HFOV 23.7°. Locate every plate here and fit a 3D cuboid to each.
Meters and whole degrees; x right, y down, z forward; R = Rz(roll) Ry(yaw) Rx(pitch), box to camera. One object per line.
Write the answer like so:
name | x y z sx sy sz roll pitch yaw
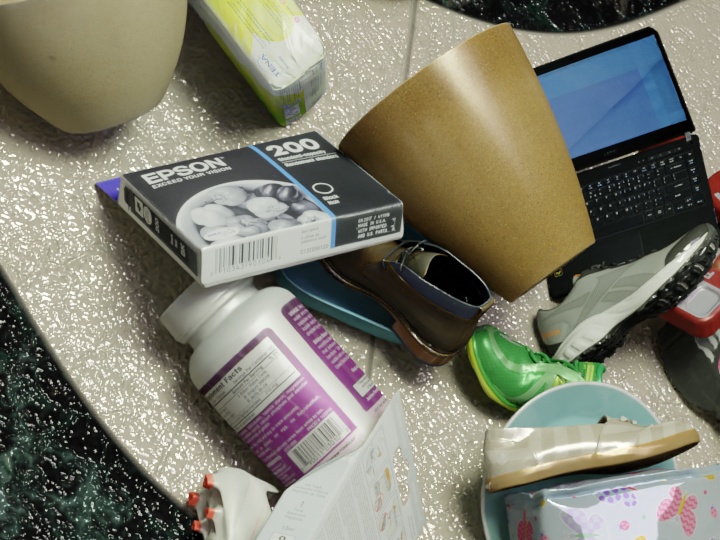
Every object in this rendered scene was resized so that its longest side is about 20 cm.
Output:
plate | 0.192 0.198 1.528 0.198 0.026 0.202 -1 93 -22

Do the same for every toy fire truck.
toy fire truck | 0.308 -0.031 1.702 0.199 0.113 0.168 31 59 33

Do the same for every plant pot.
plant pot | -0.229 -0.196 1.454 0.200 0.199 0.136 -38 121 -40
plant pot | 0.110 -0.079 1.499 0.186 0.186 0.201 -30 83 -40

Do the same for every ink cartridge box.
ink cartridge box | -0.096 -0.066 1.454 0.197 0.044 0.200 -15 35 -31
ink cartridge box | -0.017 0.214 1.351 0.057 0.164 0.201 7 42 21

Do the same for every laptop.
laptop | 0.235 -0.102 1.660 0.103 0.176 0.202 40 38 -54

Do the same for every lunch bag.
lunch bag | 0.237 0.258 1.461 0.198 0.127 0.171 -8 83 -14

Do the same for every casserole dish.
casserole dish | 0.000 0.000 1.559 0.199 0.039 0.122 23 54 -18

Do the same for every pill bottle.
pill bottle | -0.070 0.086 1.417 0.200 0.112 0.112 48 50 1

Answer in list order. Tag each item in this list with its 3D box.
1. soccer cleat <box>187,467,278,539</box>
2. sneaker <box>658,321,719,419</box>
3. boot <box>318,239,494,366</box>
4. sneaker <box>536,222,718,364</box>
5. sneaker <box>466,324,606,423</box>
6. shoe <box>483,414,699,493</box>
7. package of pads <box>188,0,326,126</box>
soccer cleat | -0.090 0.248 1.341 0.077 0.069 0.202 14 54 -28
sneaker | 0.376 0.116 1.715 0.201 0.080 0.086 57 27 12
boot | 0.033 -0.014 1.499 0.200 0.097 0.075 45 51 -1
sneaker | 0.248 0.015 1.615 0.080 0.200 0.074 59 17 24
sneaker | 0.182 0.103 1.575 0.199 0.084 0.074 34 31 -15
shoe | 0.198 0.148 1.475 0.198 0.070 0.054 -8 74 -16
package of pads | -0.107 -0.239 1.555 0.068 0.155 0.201 -37 85 -5
